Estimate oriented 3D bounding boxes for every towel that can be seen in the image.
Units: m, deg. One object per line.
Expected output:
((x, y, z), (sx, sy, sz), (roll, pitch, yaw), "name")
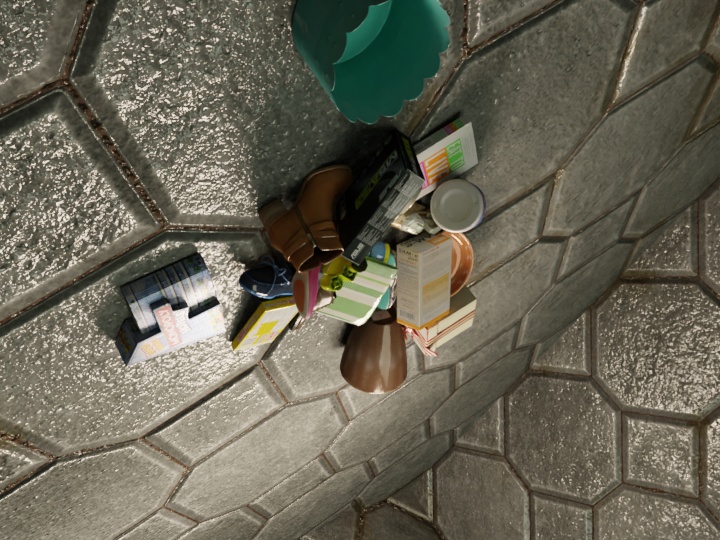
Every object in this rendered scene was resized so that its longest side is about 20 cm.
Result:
((-0.023, 0.040, 1.479), (0.152, 0.023, 0.201), (19, 129, -10), "towel")

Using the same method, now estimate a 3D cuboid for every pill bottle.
((0.219, -0.142, 1.434), (0.112, 0.112, 0.200), (-45, 175, 14), "pill bottle")

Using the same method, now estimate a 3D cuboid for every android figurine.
((-0.023, -0.041, 1.295), (0.041, 0.200, 0.183), (29, 83, -20), "android figurine")

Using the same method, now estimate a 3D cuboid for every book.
((0.142, -0.222, 1.345), (0.199, 0.048, 0.134), (-32, 151, -2), "book")

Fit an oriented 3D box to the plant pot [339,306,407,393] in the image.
((0.042, 0.188, 1.731), (0.186, 0.187, 0.201), (-20, 133, -30), "plant pot")

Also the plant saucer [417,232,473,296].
((0.187, -0.017, 1.626), (0.199, 0.037, 0.202), (-8, 115, -18), "plant saucer")

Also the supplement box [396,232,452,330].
((0.150, 0.022, 1.540), (0.126, 0.073, 0.201), (-24, 122, -42), "supplement box")

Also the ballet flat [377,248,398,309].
((0.066, 0.006, 1.582), (0.072, 0.072, 0.201), (-23, 142, -25), "ballet flat")

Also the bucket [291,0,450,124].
((0.011, -0.330, 0.923), (0.206, 0.135, 0.208), (-28, 152, -16), "bucket")

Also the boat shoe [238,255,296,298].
((-0.170, 0.006, 1.303), (0.069, 0.084, 0.200), (-54, 165, 16), "boat shoe")

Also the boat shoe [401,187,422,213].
((0.049, -0.132, 1.324), (0.200, 0.063, 0.073), (-40, -158, 52), "boat shoe")

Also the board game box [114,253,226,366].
((-0.359, 0.086, 1.201), (0.199, 0.062, 0.201), (-28, 151, -20), "board game box")

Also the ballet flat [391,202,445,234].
((0.133, -0.112, 1.470), (0.199, 0.065, 0.071), (-4, 136, -46), "ballet flat")

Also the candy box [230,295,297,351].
((-0.203, 0.115, 1.419), (0.102, 0.027, 0.200), (-13, 158, -38), "candy box")

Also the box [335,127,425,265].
((0.029, -0.138, 1.189), (0.047, 0.194, 0.200), (30, 117, -20), "box")

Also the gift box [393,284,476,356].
((0.194, 0.108, 1.742), (0.186, 0.200, 0.185), (-29, 146, -12), "gift box")

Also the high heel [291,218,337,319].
((-0.083, -0.007, 1.287), (0.095, 0.202, 0.067), (-2, 178, -37), "high heel")

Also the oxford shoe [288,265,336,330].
((-0.098, 0.066, 1.440), (0.084, 0.073, 0.200), (18, 127, -26), "oxford shoe")

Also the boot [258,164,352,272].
((-0.069, -0.094, 1.162), (0.199, 0.155, 0.077), (-28, 146, -15), "boot")

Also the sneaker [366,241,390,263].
((0.000, 0.000, 1.504), (0.078, 0.066, 0.200), (7, 141, -19), "sneaker")
